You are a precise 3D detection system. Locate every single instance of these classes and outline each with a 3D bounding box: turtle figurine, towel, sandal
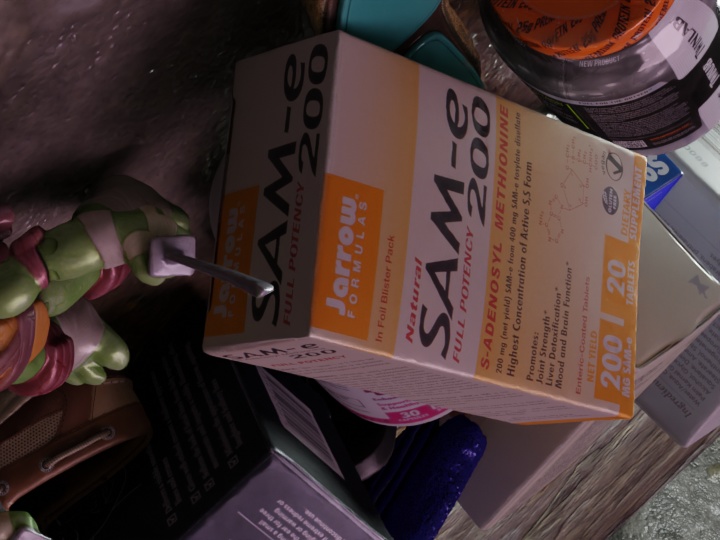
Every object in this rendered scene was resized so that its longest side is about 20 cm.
[{"bbox_3d":[-0.108,0.043,0.647,0.194,0.198,0.146,-53,144,-71],"label":"turtle figurine"},{"bbox_3d":[-0.011,0.176,0.972,0.201,0.049,0.148,-53,-175,-31],"label":"towel"},{"bbox_3d":[-0.006,0.065,0.995,0.075,0.045,0.200,-26,-163,12],"label":"sandal"}]

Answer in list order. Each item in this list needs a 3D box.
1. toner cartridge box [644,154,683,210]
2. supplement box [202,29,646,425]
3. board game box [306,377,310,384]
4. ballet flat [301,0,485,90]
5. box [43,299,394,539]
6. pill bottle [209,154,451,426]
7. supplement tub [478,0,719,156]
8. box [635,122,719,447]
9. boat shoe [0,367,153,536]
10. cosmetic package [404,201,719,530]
[{"bbox_3d":[0.115,-0.013,1.041,0.199,0.043,0.095,-30,160,-41],"label":"toner cartridge box"},{"bbox_3d":[0.035,-0.010,0.716,0.199,0.127,0.073,15,164,-40],"label":"supplement box"},{"bbox_3d":[0.026,0.051,1.164,0.200,0.029,0.135,-40,162,-13],"label":"board game box"},{"bbox_3d":[0.006,-0.115,0.719,0.071,0.071,0.200,-44,158,-1],"label":"ballet flat"},{"bbox_3d":[-0.100,0.144,0.846,0.200,0.149,0.107,-42,122,7],"label":"box"},{"bbox_3d":[0.000,0.000,0.854,0.113,0.113,0.200,-43,152,-3],"label":"pill bottle"},{"bbox_3d":[0.131,-0.135,0.848,0.123,0.123,0.200,-47,162,8],"label":"supplement tub"},{"bbox_3d":[0.265,-0.013,1.259,0.198,0.200,0.172,-21,153,-51],"label":"box"},{"bbox_3d":[-0.184,0.119,0.796,0.200,0.074,0.076,-44,161,-2],"label":"boat shoe"},{"bbox_3d":[0.120,0.059,0.999,0.103,0.087,0.200,-28,162,-40],"label":"cosmetic package"}]
